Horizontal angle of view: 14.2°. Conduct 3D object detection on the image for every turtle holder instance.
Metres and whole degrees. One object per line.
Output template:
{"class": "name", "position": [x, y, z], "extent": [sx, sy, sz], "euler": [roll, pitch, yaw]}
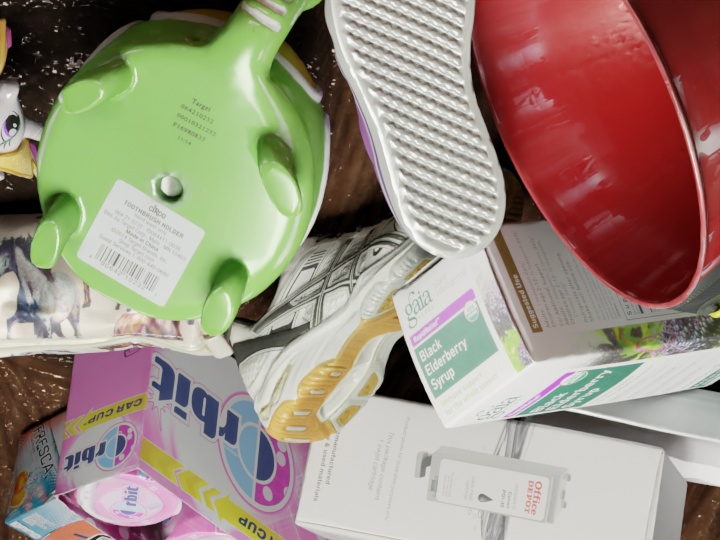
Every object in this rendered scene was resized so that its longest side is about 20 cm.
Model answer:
{"class": "turtle holder", "position": [-0.082, -0.075, 1.411], "extent": [0.140, 0.132, 0.186], "euler": [4, 116, 12]}

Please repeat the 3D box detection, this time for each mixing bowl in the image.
{"class": "mixing bowl", "position": [0.143, -0.096, 1.342], "extent": [0.108, 0.200, 0.201], "euler": [-25, 149, -19]}

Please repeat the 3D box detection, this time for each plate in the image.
{"class": "plate", "position": [0.187, 0.092, 1.638], "extent": [0.199, 0.033, 0.200], "euler": [11, 170, 1]}

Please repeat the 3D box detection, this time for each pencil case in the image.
{"class": "pencil case", "position": [-0.167, 0.013, 1.577], "extent": [0.199, 0.090, 0.078], "euler": [-3, 159, 8]}

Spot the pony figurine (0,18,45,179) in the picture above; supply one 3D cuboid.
{"class": "pony figurine", "position": [-0.235, -0.103, 1.388], "extent": [0.192, 0.167, 0.201], "euler": [-9, 140, -8]}

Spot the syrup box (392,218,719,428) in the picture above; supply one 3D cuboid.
{"class": "syrup box", "position": [0.122, 0.021, 1.494], "extent": [0.199, 0.082, 0.079], "euler": [-7, 157, -41]}

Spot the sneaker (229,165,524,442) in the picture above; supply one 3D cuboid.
{"class": "sneaker", "position": [0.000, 0.000, 1.558], "extent": [0.200, 0.088, 0.075], "euler": [-45, 147, 20]}

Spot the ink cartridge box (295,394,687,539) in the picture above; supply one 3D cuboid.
{"class": "ink cartridge box", "position": [0.079, 0.132, 1.646], "extent": [0.199, 0.083, 0.147], "euler": [10, 170, 14]}

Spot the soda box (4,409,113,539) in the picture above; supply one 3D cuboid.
{"class": "soda box", "position": [-0.123, 0.161, 1.789], "extent": [0.063, 0.069, 0.200], "euler": [-28, 132, 36]}

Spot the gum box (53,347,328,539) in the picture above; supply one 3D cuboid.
{"class": "gum box", "position": [-0.085, 0.121, 1.695], "extent": [0.066, 0.114, 0.200], "euler": [-21, 137, 30]}

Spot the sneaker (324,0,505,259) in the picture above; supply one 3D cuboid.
{"class": "sneaker", "position": [0.015, -0.114, 1.401], "extent": [0.072, 0.114, 0.202], "euler": [-11, 111, -7]}

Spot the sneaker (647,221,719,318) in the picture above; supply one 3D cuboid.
{"class": "sneaker", "position": [0.211, 0.003, 1.455], "extent": [0.074, 0.085, 0.200], "euler": [-28, 171, 36]}
